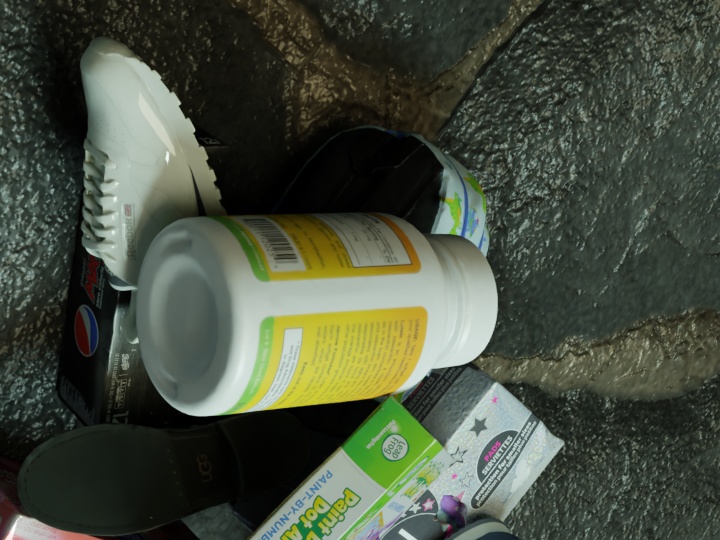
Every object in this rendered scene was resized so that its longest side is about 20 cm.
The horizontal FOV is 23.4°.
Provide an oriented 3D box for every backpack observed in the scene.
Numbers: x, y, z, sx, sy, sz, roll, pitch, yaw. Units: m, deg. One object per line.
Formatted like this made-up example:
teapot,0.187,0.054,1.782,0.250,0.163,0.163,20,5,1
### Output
backpack,0.000,0.000,1.178,0.154,0.163,0.200,12,99,-50

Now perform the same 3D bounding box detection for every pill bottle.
pill bottle,-0.020,0.022,1.018,0.200,0.111,0.111,-3,115,-38

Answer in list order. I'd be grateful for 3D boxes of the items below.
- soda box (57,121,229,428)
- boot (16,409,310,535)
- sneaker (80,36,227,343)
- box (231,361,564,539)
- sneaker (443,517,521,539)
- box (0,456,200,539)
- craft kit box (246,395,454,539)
soda box,-0.141,0.003,1.118,0.071,0.063,0.200,-5,116,-37
boot,-0.128,0.140,1.150,0.200,0.174,0.069,-6,79,-15
sneaker,-0.129,-0.042,1.015,0.080,0.076,0.200,-27,126,-13
box,0.027,0.153,1.283,0.200,0.132,0.115,-52,135,-3
sneaker,0.045,0.259,1.211,0.200,0.082,0.070,-40,134,-8
box,-0.196,0.204,1.162,0.200,0.095,0.103,28,95,-43
craft kit box,-0.027,0.170,1.107,0.198,0.049,0.200,-48,169,-2
